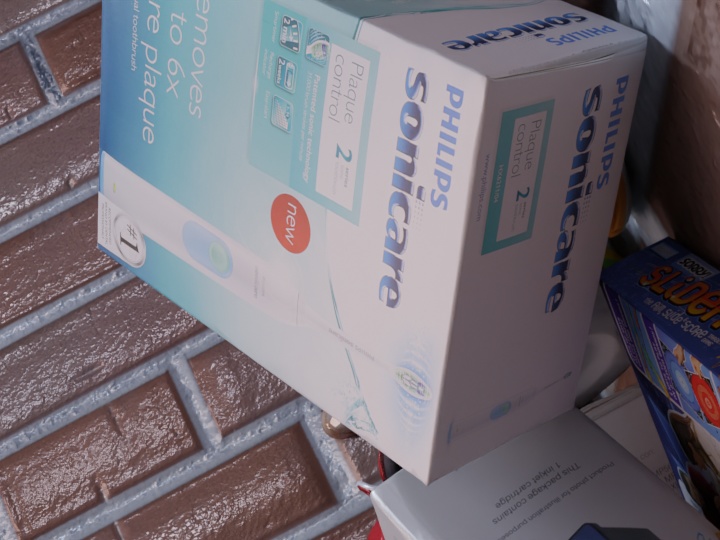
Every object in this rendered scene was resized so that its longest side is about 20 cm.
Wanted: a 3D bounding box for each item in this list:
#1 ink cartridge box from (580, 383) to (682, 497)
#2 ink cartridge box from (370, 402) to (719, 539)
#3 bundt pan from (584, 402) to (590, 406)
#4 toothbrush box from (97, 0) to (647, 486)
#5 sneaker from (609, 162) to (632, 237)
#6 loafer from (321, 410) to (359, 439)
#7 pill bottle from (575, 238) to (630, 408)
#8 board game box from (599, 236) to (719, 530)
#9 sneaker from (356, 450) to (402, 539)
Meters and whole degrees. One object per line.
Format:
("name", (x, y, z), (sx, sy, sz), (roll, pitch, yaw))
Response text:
("ink cartridge box", (0.151, 0.162, 0.687), (0.202, 0.084, 0.146), (61, 176, 12))
("ink cartridge box", (0.102, 0.159, 0.509), (0.200, 0.087, 0.147), (44, 157, 46))
("bundt pan", (0.072, 0.022, 0.940), (0.204, 0.075, 0.202), (62, 177, 6))
("toothbrush box", (-0.008, -0.042, 0.523), (0.199, 0.085, 0.148), (32, 127, 36))
("sneaker", (0.034, -0.093, 0.578), (0.078, 0.076, 0.202), (68, 177, -76))
("loafer", (0.041, 0.075, 1.042), (0.199, 0.063, 0.072), (-15, -110, -54))
("pill bottle", (0.041, -0.030, 0.666), (0.202, 0.110, 0.111), (62, 177, 28))
("board game box", (0.155, 0.099, 0.514), (0.202, 0.034, 0.135), (65, 176, -21))
("sneaker", (0.034, 0.144, 0.908), (0.112, 0.072, 0.199), (43, 154, -13))
